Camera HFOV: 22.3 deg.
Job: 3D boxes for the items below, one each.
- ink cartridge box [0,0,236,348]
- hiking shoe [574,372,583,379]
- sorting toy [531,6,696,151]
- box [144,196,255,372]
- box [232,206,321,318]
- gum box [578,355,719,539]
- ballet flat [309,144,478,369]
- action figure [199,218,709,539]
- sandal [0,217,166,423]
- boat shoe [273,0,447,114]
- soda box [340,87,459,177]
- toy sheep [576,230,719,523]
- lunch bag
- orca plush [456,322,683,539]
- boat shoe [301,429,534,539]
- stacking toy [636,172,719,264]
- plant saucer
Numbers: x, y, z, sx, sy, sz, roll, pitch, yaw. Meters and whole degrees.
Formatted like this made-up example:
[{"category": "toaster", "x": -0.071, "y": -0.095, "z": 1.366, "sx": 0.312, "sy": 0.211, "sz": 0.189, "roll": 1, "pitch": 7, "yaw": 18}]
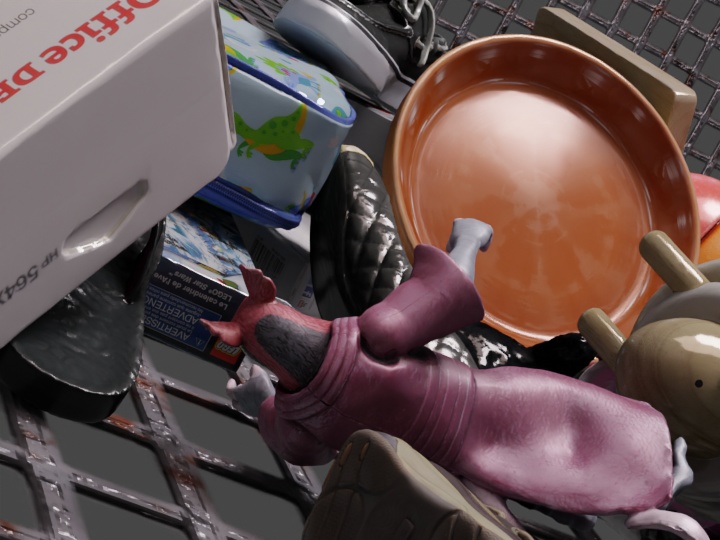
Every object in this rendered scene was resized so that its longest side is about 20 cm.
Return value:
[{"category": "ink cartridge box", "x": -0.167, "y": -0.079, "z": 0.700, "sx": 0.199, "sy": 0.085, "sz": 0.146, "roll": 30, "pitch": 55, "yaw": 27}, {"category": "hiking shoe", "x": 0.101, "y": 0.016, "z": 1.183, "sx": 0.100, "sy": 0.076, "sz": 0.200, "roll": 29, "pitch": 18, "yaw": -43}, {"category": "sorting toy", "x": 0.130, "y": -0.065, "z": 1.278, "sx": 0.069, "sy": 0.201, "sz": 0.200, "roll": 5, "pitch": 21, "yaw": -25}, {"category": "box", "x": -0.124, "y": -0.028, "z": 0.886, "sx": 0.136, "sy": 0.040, "sz": 0.200, "roll": 26, "pitch": 12, "yaw": -18}, {"category": "box", "x": 0.000, "y": 0.000, "z": 1.067, "sx": 0.199, "sy": 0.037, "sz": 0.144, "roll": 20, "pitch": 14, "yaw": -42}, {"category": "gum box", "x": 0.208, "y": 0.117, "z": 0.979, "sx": 0.200, "sy": 0.067, "sz": 0.113, "roll": 38, "pitch": 14, "yaw": 38}, {"category": "ballet flat", "x": 0.013, "y": 0.012, "z": 0.901, "sx": 0.056, "sy": 0.067, "sz": 0.201, "roll": 2, "pitch": 43, "yaw": -20}, {"category": "action figure", "x": 0.021, "y": 0.066, "z": 0.718, "sx": 0.199, "sy": 0.134, "sz": 0.150, "roll": 26, "pitch": 30, "yaw": -24}, {"category": "sandal", "x": -0.107, "y": -0.019, "z": 0.740, "sx": 0.075, "sy": 0.048, "sz": 0.201, "roll": 23, "pitch": 31, "yaw": -23}, {"category": "boat shoe", "x": 0.011, "y": -0.139, "z": 1.055, "sx": 0.073, "sy": 0.069, "sz": 0.199, "roll": 32, "pitch": 3, "yaw": 21}, {"category": "soda box", "x": -0.041, "y": -0.085, "z": 1.089, "sx": 0.199, "sy": 0.069, "sz": 0.063, "roll": 27, "pitch": 8, "yaw": 1}, {"category": "toy sheep", "x": 0.183, "y": 0.055, "z": 0.853, "sx": 0.199, "sy": 0.139, "sz": 0.138, "roll": 7, "pitch": 24, "yaw": -48}, {"category": "lunch bag", "x": -0.090, "y": -0.096, "z": 0.954, "sx": 0.160, "sy": 0.083, "sz": 0.200, "roll": 27, "pitch": 10, "yaw": -12}, {"category": "orca plush", "x": 0.098, "y": 0.066, "z": 0.929, "sx": 0.105, "sy": 0.072, "sz": 0.200, "roll": 17, "pitch": 17, "yaw": -44}, {"category": "boat shoe", "x": 0.046, "y": 0.115, "z": 0.598, "sx": 0.073, "sy": 0.075, "sz": 0.200, "roll": 22, "pitch": 15, "yaw": -27}, {"category": "stacking toy", "x": 0.179, "y": -0.030, "z": 1.140, "sx": 0.200, "sy": 0.146, "sz": 0.146, "roll": 46, "pitch": 15, "yaw": 9}, {"category": "plant saucer", "x": 0.103, "y": -0.038, "z": 1.045, "sx": 0.199, "sy": 0.202, "sz": 0.032, "roll": 25, "pitch": -28, "yaw": -14}]
